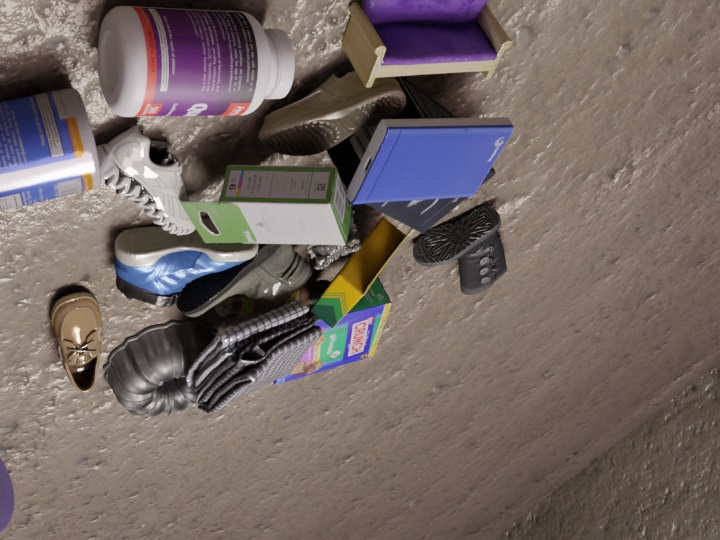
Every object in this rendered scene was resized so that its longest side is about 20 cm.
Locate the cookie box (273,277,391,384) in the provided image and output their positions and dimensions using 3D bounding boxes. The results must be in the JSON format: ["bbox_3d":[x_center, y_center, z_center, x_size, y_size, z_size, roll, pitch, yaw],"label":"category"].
[{"bbox_3d":[-0.061,0.101,1.660,0.198,0.076,0.172,-15,147,-22],"label":"cookie box"}]

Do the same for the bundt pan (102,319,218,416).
[{"bbox_3d":[-0.312,0.171,1.569,0.200,0.076,0.203,-21,149,-13],"label":"bundt pan"}]

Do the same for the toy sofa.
[{"bbox_3d":[0.085,-0.292,1.174,0.198,0.083,0.098,-9,147,-28],"label":"toy sofa"}]

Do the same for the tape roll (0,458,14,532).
[{"bbox_3d":[-0.623,0.330,1.439,0.085,0.201,0.200,-34,149,11],"label":"tape roll"}]

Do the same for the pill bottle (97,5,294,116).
[{"bbox_3d":[-0.175,-0.224,1.039,0.198,0.113,0.113,-6,144,-31],"label":"pill bottle"}]

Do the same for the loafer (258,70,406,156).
[{"bbox_3d":[-0.038,-0.206,1.226,0.198,0.069,0.076,-16,150,13],"label":"loafer"}]

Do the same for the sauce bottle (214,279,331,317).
[{"bbox_3d":[-0.134,0.038,1.522,0.198,0.065,0.065,-5,143,-37],"label":"sauce bottle"}]

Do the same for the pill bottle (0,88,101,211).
[{"bbox_3d":[-0.388,-0.122,1.028,0.198,0.113,0.113,-15,148,-19],"label":"pill bottle"}]

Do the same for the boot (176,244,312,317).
[{"bbox_3d":[-0.163,0.028,1.417,0.199,0.068,0.131,-39,135,-10],"label":"boot"}]

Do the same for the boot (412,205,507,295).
[{"bbox_3d":[0.178,-0.017,1.694,0.163,0.066,0.200,-24,154,-2],"label":"boot"}]

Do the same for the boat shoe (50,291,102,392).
[{"bbox_3d":[-0.407,0.106,1.404,0.070,0.065,0.201,-15,148,-20],"label":"boat shoe"}]

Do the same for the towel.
[{"bbox_3d":[-0.162,0.136,1.474,0.164,0.086,0.200,-23,168,-37],"label":"towel"}]

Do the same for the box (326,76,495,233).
[{"bbox_3d":[0.072,-0.157,1.346,0.148,0.105,0.199,-39,148,19],"label":"box"}]

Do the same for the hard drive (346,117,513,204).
[{"bbox_3d":[0.091,-0.143,1.253,0.198,0.026,0.133,-6,143,-31],"label":"hard drive"}]

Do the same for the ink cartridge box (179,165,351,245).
[{"bbox_3d":[-0.119,-0.084,1.237,0.197,0.060,0.104,1,153,12],"label":"ink cartridge box"}]

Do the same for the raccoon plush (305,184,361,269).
[{"bbox_3d":[-0.022,-0.049,1.403,0.097,0.135,0.199,-40,147,19],"label":"raccoon plush"}]

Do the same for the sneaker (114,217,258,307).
[{"bbox_3d":[-0.246,-0.006,1.346,0.197,0.077,0.112,-7,138,-24],"label":"sneaker"}]

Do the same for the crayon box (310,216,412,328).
[{"bbox_3d":[0.000,0.000,1.470,0.127,0.051,0.200,-53,-178,-28],"label":"crayon box"}]

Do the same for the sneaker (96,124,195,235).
[{"bbox_3d":[-0.250,-0.110,1.202,0.081,0.075,0.200,-39,149,4],"label":"sneaker"}]
